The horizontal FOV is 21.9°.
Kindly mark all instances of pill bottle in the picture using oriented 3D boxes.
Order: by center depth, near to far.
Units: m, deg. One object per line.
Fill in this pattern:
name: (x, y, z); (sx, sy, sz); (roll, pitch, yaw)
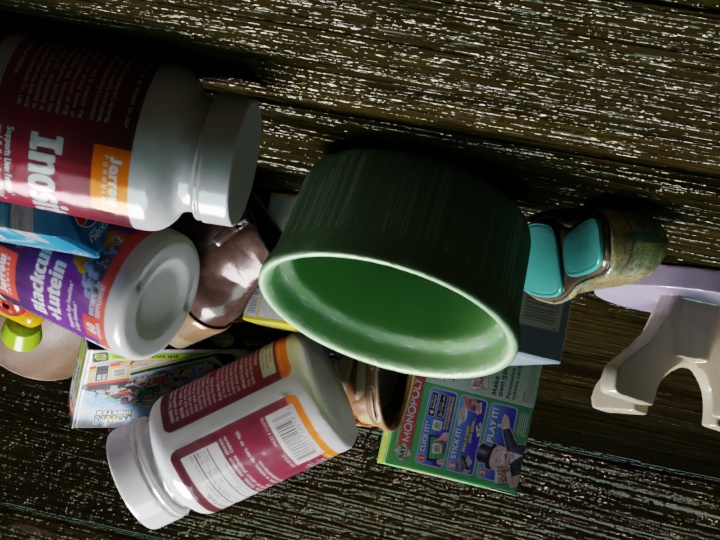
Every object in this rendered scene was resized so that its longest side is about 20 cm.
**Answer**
pill bottle: (-0.172, -0.090, 1.229); (0.199, 0.114, 0.113); (11, 171, 7)
pill bottle: (-0.242, -0.012, 1.542); (0.199, 0.112, 0.111); (22, 176, 25)
pill bottle: (-0.114, 0.144, 1.632); (0.199, 0.115, 0.114); (-26, 162, 11)

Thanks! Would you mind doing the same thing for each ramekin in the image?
ramekin: (0.032, -0.007, 1.385); (0.199, 0.098, 0.200); (15, 157, 7)

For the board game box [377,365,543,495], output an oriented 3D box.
board game box: (0.101, 0.096, 1.734); (0.134, 0.201, 0.029); (15, 172, -14)

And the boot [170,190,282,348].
boot: (-0.152, -0.047, 1.586); (0.166, 0.201, 0.072); (-40, 171, 39)

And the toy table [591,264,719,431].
toy table: (0.277, 0.067, 1.577); (0.183, 0.118, 0.200); (17, 170, -27)

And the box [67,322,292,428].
box: (-0.157, 0.094, 1.677); (0.199, 0.035, 0.110); (0, 136, -18)

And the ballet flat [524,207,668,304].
ballet flat: (0.174, -0.011, 1.412); (0.070, 0.071, 0.200); (15, 171, -14)

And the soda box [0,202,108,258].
soda box: (-0.293, -0.062, 1.478); (0.199, 0.068, 0.064); (9, 169, 30)

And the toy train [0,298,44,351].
toy train: (-0.294, 0.030, 1.657); (0.199, 0.085, 0.116); (24, 139, 7)

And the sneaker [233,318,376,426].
sneaker: (-0.050, 0.094, 1.802); (0.199, 0.076, 0.092); (21, 179, -1)

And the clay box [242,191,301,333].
clay box: (0.000, 0.000, 1.551); (0.199, 0.116, 0.047); (7, 171, 37)

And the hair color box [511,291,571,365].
hair color box: (0.113, 0.029, 1.621); (0.060, 0.100, 0.200); (14, 171, -19)

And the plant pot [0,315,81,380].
plant pot: (-0.254, -0.009, 1.750); (0.186, 0.188, 0.200); (18, 155, -33)

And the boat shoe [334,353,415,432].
boat shoe: (0.029, 0.055, 1.647); (0.075, 0.201, 0.074); (-22, -137, -36)
